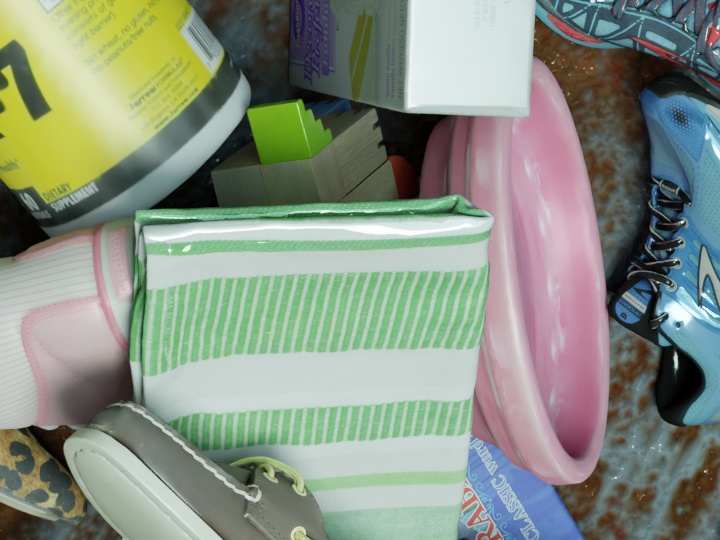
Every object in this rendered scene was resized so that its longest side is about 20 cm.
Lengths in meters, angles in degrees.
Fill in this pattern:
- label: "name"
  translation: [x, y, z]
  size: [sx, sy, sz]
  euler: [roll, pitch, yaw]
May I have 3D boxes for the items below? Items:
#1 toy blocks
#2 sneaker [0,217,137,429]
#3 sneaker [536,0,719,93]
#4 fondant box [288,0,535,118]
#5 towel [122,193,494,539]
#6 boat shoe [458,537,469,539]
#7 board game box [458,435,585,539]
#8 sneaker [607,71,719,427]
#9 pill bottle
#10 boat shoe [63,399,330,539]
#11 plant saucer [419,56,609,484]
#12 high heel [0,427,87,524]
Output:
- label: "toy blocks"
  translation: [0.000, 0.000, 1.015]
  size: [0.100, 0.137, 0.201]
  euler: [-7, 109, 26]
- label: "sneaker"
  translation: [-0.120, 0.040, 0.978]
  size: [0.104, 0.200, 0.076]
  euler: [-15, 66, 6]
- label: "sneaker"
  translation: [0.170, -0.133, 1.069]
  size: [0.199, 0.095, 0.080]
  euler: [19, 91, -20]
- label: "fondant box"
  translation: [0.020, -0.146, 0.962]
  size: [0.058, 0.200, 0.145]
  euler: [0, 98, -15]
- label: "towel"
  translation: [-0.023, 0.054, 0.913]
  size: [0.152, 0.023, 0.200]
  euler: [-4, 129, -11]
- label: "boat shoe"
  translation: [0.030, 0.156, 1.037]
  size: [0.199, 0.066, 0.075]
  euler: [0, 130, -10]
- label: "board game box"
  translation: [0.024, 0.180, 1.094]
  size: [0.199, 0.041, 0.200]
  euler: [-35, 107, -10]
- label: "sneaker"
  translation: [0.166, -0.001, 1.084]
  size: [0.090, 0.078, 0.201]
  euler: [-21, 117, -8]
- label: "pill bottle"
  translation: [-0.148, -0.120, 0.940]
  size: [0.114, 0.114, 0.200]
  euler: [-41, 109, -9]
- label: "boat shoe"
  translation: [-0.041, 0.115, 0.907]
  size: [0.200, 0.072, 0.060]
  euler: [47, 66, -25]
- label: "plant saucer"
  translation: [0.072, 0.002, 1.024]
  size: [0.051, 0.201, 0.201]
  euler: [-8, 102, 18]
- label: "high heel"
  translation: [-0.169, 0.013, 0.992]
  size: [0.200, 0.071, 0.143]
  euler: [41, 83, -16]
